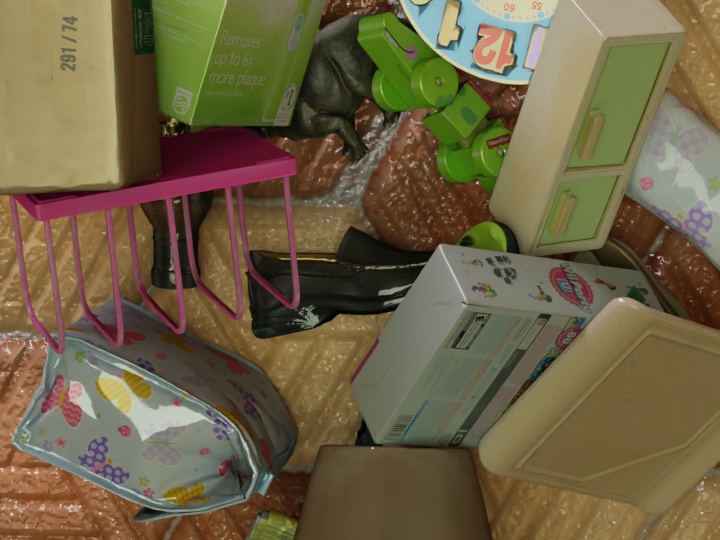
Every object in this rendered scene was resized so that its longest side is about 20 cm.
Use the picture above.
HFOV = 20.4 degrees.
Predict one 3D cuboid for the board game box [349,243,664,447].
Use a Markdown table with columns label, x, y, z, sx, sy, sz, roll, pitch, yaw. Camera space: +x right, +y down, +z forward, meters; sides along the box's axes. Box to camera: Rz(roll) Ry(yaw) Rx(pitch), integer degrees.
| label | x | y | z | sx | sy | sz | roll | pitch | yaw |
| --- | --- | --- | --- | --- | --- | --- | --- | --- | --- |
| board game box | 0.112 | 0.063 | 1.501 | 0.199 | 0.065 | 0.148 | 7 | 131 | -35 |

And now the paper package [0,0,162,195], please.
| label | x | y | z | sx | sy | sz | roll | pitch | yaw |
| --- | --- | --- | --- | --- | --- | --- | --- | --- | --- |
| paper package | -0.241 | -0.154 | 1.399 | 0.189 | 0.103 | 0.202 | -2 | 98 | 7 |

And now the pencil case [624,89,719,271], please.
| label | x | y | z | sx | sy | sz | roll | pitch | yaw |
| --- | --- | --- | --- | --- | --- | --- | --- | --- | --- |
| pencil case | 0.277 | -0.051 | 1.552 | 0.200 | 0.083 | 0.091 | 39 | 101 | 0 |

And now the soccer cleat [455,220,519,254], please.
| label | x | y | z | sx | sy | sz | roll | pitch | yaw |
| --- | --- | --- | --- | --- | --- | --- | --- | --- | --- |
| soccer cleat | 0.098 | 0.037 | 1.570 | 0.068 | 0.080 | 0.201 | 52 | 142 | 36 |

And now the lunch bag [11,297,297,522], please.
| label | x | y | z | sx | sy | sz | roll | pitch | yaw |
| --- | --- | --- | --- | --- | --- | --- | --- | --- | --- |
| lunch bag | -0.155 | 0.122 | 1.602 | 0.198 | 0.170 | 0.128 | 23 | 102 | 3 |

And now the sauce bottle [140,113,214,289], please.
| label | x | y | z | sx | sy | sz | roll | pitch | yaw |
| --- | --- | --- | --- | --- | --- | --- | --- | --- | --- |
| sauce bottle | -0.148 | -0.086 | 1.621 | 0.064 | 0.065 | 0.202 | 1 | 101 | 8 |

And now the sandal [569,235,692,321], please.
| label | x | y | z | sx | sy | sz | roll | pitch | yaw |
| --- | --- | --- | --- | --- | --- | --- | --- | --- | --- |
| sandal | 0.234 | 0.054 | 1.589 | 0.080 | 0.054 | 0.201 | -27 | 100 | 27 |

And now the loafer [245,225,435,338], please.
| label | x | y | z | sx | sy | sz | roll | pitch | yaw |
| --- | --- | --- | --- | --- | --- | --- | --- | --- | --- |
| loafer | 0.000 | 0.000 | 1.611 | 0.198 | 0.073 | 0.073 | -13 | 93 | 9 |

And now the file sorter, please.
| label | x | y | z | sx | sy | sz | roll | pitch | yaw |
| --- | --- | --- | --- | --- | --- | --- | --- | --- | --- |
| file sorter | -0.158 | -0.023 | 1.522 | 0.198 | 0.139 | 0.127 | -11 | 108 | -19 |

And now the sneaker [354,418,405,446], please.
| label | x | y | z | sx | sy | sz | roll | pitch | yaw |
| --- | --- | --- | --- | --- | --- | --- | --- | --- | --- |
| sneaker | -0.005 | 0.188 | 1.639 | 0.084 | 0.075 | 0.202 | 0 | 100 | 4 |

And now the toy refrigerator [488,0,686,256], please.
| label | x | y | z | sx | sy | sz | roll | pitch | yaw |
| --- | --- | --- | --- | --- | --- | --- | --- | --- | --- |
| toy refrigerator | 0.167 | -0.107 | 1.483 | 0.075 | 0.070 | 0.201 | -7 | 133 | -28 |

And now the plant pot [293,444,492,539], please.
| label | x | y | z | sx | sy | sz | roll | pitch | yaw |
| --- | --- | --- | --- | --- | --- | --- | --- | --- | --- |
| plant pot | 0.025 | 0.220 | 1.508 | 0.198 | 0.200 | 0.175 | 2 | 86 | 8 |

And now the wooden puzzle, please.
| label | x | y | z | sx | sy | sz | roll | pitch | yaw |
| --- | --- | --- | --- | --- | --- | --- | --- | --- | --- |
| wooden puzzle | 0.211 | 0.103 | 1.529 | 0.199 | 0.037 | 0.185 | 19 | 124 | -35 |

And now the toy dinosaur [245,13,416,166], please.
| label | x | y | z | sx | sy | sz | roll | pitch | yaw |
| --- | --- | --- | --- | --- | --- | --- | --- | --- | --- |
| toy dinosaur | -0.014 | -0.151 | 1.585 | 0.200 | 0.077 | 0.102 | -42 | 104 | 17 |

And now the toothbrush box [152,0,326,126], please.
| label | x | y | z | sx | sy | sz | roll | pitch | yaw |
| --- | --- | --- | --- | --- | --- | --- | --- | --- | --- |
| toothbrush box | -0.092 | -0.214 | 1.489 | 0.086 | 0.145 | 0.202 | 22 | 103 | 25 |

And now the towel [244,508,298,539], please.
| label | x | y | z | sx | sy | sz | roll | pitch | yaw |
| --- | --- | --- | --- | --- | --- | --- | --- | --- | --- |
| towel | -0.021 | 0.282 | 1.628 | 0.198 | 0.023 | 0.145 | 23 | 113 | -5 |

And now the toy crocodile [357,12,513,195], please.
| label | x | y | z | sx | sy | sz | roll | pitch | yaw |
| --- | --- | --- | --- | --- | --- | --- | --- | --- | --- |
| toy crocodile | 0.072 | -0.126 | 1.553 | 0.200 | 0.067 | 0.062 | 47 | 65 | -20 |

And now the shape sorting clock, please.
| label | x | y | z | sx | sy | sz | roll | pitch | yaw |
| --- | --- | --- | --- | --- | --- | --- | --- | --- | --- |
| shape sorting clock | 0.121 | -0.239 | 1.495 | 0.198 | 0.039 | 0.202 | 0 | 96 | 4 |
